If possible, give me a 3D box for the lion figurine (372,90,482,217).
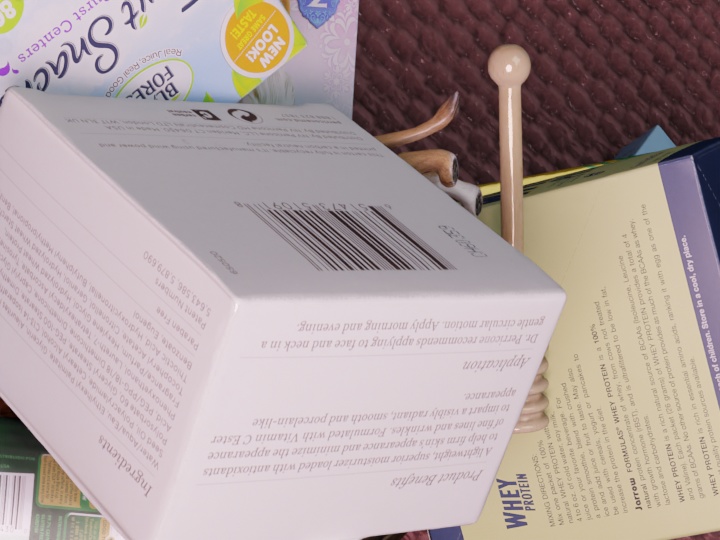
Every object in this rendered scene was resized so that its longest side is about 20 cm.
[{"bbox_3d":[0.000,0.000,1.166,0.072,0.122,0.201,-44,137,-64],"label":"lion figurine"}]

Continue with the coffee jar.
[{"bbox_3d":[-0.109,0.119,1.070,0.199,0.104,0.086,7,78,-12],"label":"coffee jar"}]

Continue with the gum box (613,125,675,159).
[{"bbox_3d":[0.200,0.025,1.487,0.170,0.044,0.200,48,48,-8],"label":"gum box"}]

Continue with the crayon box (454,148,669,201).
[{"bbox_3d":[0.132,0.001,1.378,0.199,0.051,0.128,-12,89,-16],"label":"crayon box"}]

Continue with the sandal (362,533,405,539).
[{"bbox_3d":[-0.015,0.141,1.246,0.054,0.082,0.200,38,39,13],"label":"sandal"}]

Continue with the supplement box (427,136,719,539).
[{"bbox_3d":[0.130,0.046,1.243,0.134,0.199,0.201,-22,97,-67],"label":"supplement box"}]

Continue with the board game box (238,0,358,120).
[{"bbox_3d":[-0.098,-0.112,1.161,0.198,0.041,0.201,0,98,-26],"label":"board game box"}]

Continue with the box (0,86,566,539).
[{"bbox_3d":[-0.052,0.019,1.015,0.198,0.131,0.200,0,29,-42],"label":"box"}]

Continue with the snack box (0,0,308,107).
[{"bbox_3d":[-0.149,-0.140,1.073,0.168,0.068,0.200,-40,113,-13],"label":"snack box"}]

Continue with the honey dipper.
[{"bbox_3d":[0.078,-0.016,1.153,0.038,0.038,0.201,-13,106,-41],"label":"honey dipper"}]

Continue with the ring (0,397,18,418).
[{"bbox_3d":[-0.152,0.151,1.116,0.199,0.019,0.202,4,75,-13],"label":"ring"}]
